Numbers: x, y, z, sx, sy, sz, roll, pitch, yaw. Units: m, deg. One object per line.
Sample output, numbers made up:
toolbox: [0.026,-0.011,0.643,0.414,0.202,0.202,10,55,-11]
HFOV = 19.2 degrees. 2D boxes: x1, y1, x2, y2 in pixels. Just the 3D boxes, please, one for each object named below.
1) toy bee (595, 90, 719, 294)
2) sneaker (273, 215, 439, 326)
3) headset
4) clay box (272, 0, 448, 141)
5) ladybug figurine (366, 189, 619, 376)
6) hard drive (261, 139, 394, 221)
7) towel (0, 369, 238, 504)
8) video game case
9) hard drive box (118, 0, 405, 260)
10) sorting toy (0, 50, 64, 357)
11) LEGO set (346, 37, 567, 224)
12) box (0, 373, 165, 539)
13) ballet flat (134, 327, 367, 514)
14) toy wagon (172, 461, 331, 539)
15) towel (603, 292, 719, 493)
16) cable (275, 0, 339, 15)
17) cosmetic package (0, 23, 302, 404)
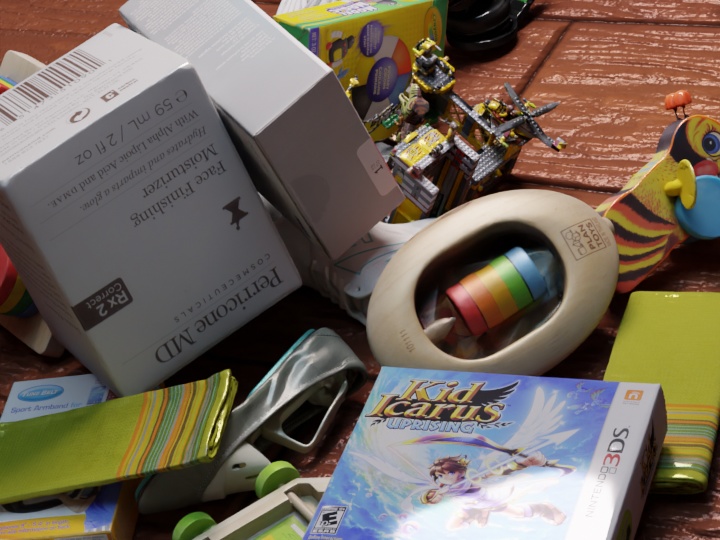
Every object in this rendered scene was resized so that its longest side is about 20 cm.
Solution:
toy bee: [0.238,-0.072,1.596,0.199,0.109,0.131,-32,3,-33]
sneaker: [0.000,0.000,1.629,0.199,0.071,0.081,4,51,29]
headset: [0.082,-0.247,1.899,0.094,0.124,0.200,26,72,46]
clay box: [0.008,-0.168,1.768,0.047,0.116,0.199,23,30,38]
ladybug figurine: [0.097,0.020,1.533,0.199,0.072,0.136,-27,76,-7]
hard drive: [-0.068,-0.081,1.796,0.139,0.033,0.199,-35,40,-26]
towel: [-0.183,0.119,1.487,0.199,0.018,0.086,-13,33,20]
video game case: [0.081,0.138,1.363,0.198,0.046,0.182,2,37,21]
hard drive box: [-0.074,-0.123,1.586,0.077,0.156,0.200,-40,50,-7]
sorting toy: [-0.284,-0.062,1.714,0.069,0.201,0.198,14,11,-43]
LEGO set: [0.052,-0.111,1.680,0.199,0.116,0.154,-29,67,-29]
box: [-0.212,0.137,1.548,0.118,0.042,0.201,-7,38,13]
ballet flat: [-0.071,0.117,1.505,0.064,0.068,0.200,40,61,15]
toy wagon: [-0.066,0.206,1.397,0.199,0.040,0.155,-30,37,-18]
towel: [0.210,0.082,1.468,0.085,0.018,0.201,2,38,19]
cable: [-0.011,-0.255,1.895,0.201,0.069,0.200,-56,16,16]
cosmetic package: [-0.177,-0.045,1.566,0.164,0.201,0.165,-35,28,-14]
